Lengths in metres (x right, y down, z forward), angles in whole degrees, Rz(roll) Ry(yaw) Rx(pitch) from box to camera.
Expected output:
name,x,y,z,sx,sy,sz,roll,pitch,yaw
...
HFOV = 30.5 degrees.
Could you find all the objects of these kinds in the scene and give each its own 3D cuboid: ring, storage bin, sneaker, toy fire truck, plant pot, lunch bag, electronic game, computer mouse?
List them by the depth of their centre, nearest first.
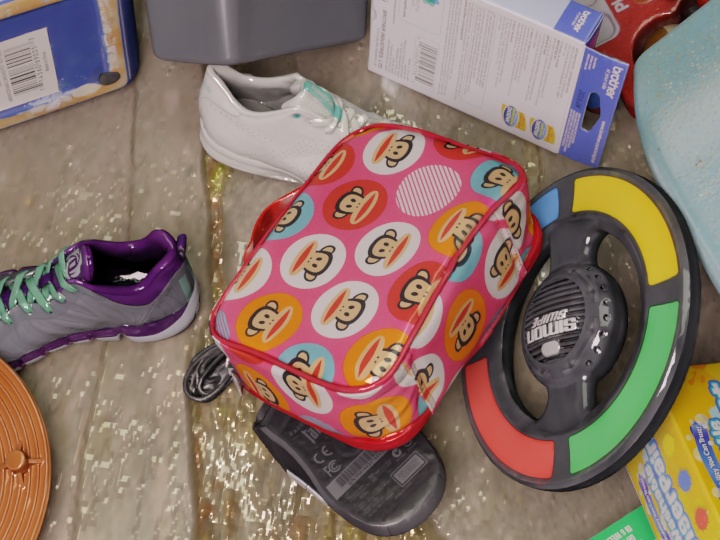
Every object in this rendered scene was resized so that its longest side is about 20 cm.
name,x,y,z,sx,sy,sz,roll,pitch,yaw
ring,-0.288,0.129,0.803,0.197,0.019,0.204,-1,70,3
electronic game,0.129,0.034,0.811,0.041,0.200,0.203,18,51,-32
lunch bag,0.000,0.000,0.826,0.175,0.082,0.201,20,61,35
plant pot,0.284,-0.080,0.840,0.195,0.196,0.201,-37,58,14
computer mouse,-0.006,0.082,0.853,0.199,0.046,0.140,32,66,30
sneaker,-0.205,0.011,0.861,0.197,0.088,0.075,-13,59,-10
sneaker,-0.023,-0.098,0.936,0.197,0.089,0.076,13,57,6
storage bin,-0.065,-0.224,0.941,0.144,0.136,0.199,11,22,37
plant pot,-0.265,-0.217,0.943,0.198,0.201,0.181,-21,68,-15
toy fire truck,0.231,-0.193,1.007,0.166,0.112,0.202,-25,59,11

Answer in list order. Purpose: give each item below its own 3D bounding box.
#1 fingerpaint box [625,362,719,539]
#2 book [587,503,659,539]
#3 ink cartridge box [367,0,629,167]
name,x,y,z,sx,sy,sz,roll,pitch,yaw
fingerpaint box,0.263,0.150,0.774,0.164,0.074,0.202,-4,53,-19
book,0.202,0.236,0.768,0.132,0.048,0.201,-26,62,-24
ink cartridge box,0.099,-0.160,0.959,0.198,0.120,0.042,28,59,15
